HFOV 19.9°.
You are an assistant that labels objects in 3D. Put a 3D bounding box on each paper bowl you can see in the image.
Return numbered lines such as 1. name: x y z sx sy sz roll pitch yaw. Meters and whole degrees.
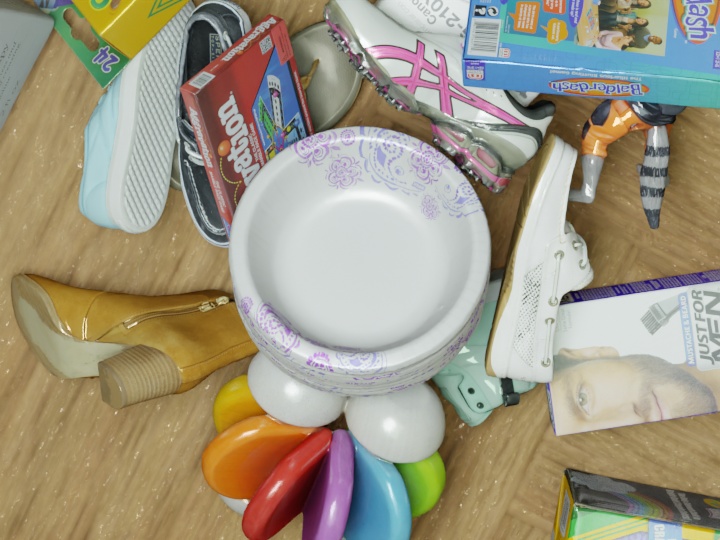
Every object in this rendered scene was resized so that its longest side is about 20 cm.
1. paper bowl: 0.000 0.000 1.575 0.198 0.105 0.203 0 67 0

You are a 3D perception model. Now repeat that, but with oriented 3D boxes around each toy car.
1. toy car: -0.032 0.164 1.634 0.198 0.151 0.176 20 131 -3

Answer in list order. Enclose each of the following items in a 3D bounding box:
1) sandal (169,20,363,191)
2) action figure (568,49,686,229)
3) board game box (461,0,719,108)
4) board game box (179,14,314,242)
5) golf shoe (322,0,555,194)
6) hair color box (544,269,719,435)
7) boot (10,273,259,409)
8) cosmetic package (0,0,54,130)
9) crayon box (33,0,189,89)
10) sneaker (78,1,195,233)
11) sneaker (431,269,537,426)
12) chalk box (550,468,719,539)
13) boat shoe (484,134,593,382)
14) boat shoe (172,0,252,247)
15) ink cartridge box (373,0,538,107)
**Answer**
1. sandal: -0.080 -0.127 1.664 0.199 0.054 0.081 -32 95 5
2. action figure: 0.254 -0.140 1.610 0.198 0.105 0.195 -3 130 -32
3. board game box: 0.181 -0.205 1.527 0.198 0.045 0.154 6 68 7
4. board game box: -0.077 -0.090 1.608 0.103 0.019 0.201 -42 138 -28
5. golf shoe: 0.059 -0.154 1.570 0.200 0.073 0.092 40 93 -15
6. hair color box: 0.248 0.064 1.685 0.198 0.065 0.110 -9 98 3
7. boot: -0.183 0.042 1.677 0.143 0.201 0.071 -21 128 -33
8. cosmetic package: -0.368 -0.163 1.577 0.165 0.200 0.168 29 98 8
9. crayon box: -0.176 -0.259 1.616 0.200 0.052 0.126 -45 58 7
10. sneaker: -0.190 -0.132 1.658 0.081 0.074 0.202 6 77 38
11. sneaker: 0.049 0.083 1.683 0.198 0.074 0.119 -16 99 3
12. chalk box: 0.256 0.252 1.680 0.198 0.124 0.125 11 98 0
13. boat shoe: 0.149 -0.007 1.603 0.069 0.071 0.202 12 111 2
14. boat shoe: -0.115 -0.110 1.616 0.071 0.068 0.202 6 110 11
15. ink cartridge box: 0.112 -0.216 1.635 0.145 0.084 0.200 43 97 -5
